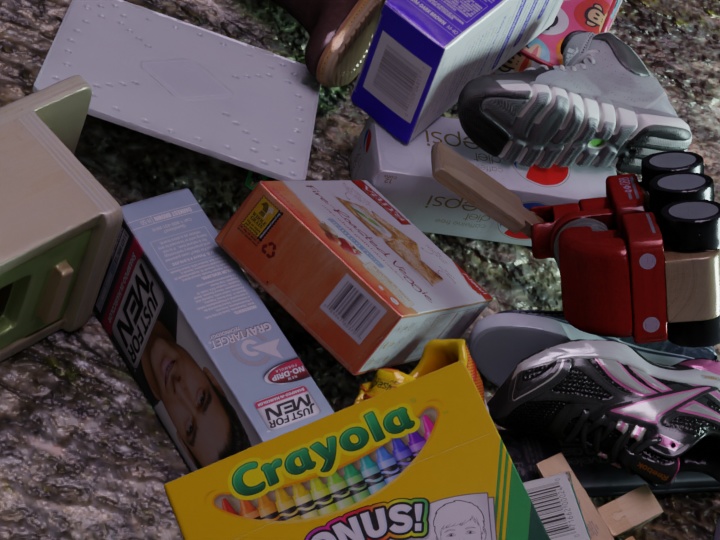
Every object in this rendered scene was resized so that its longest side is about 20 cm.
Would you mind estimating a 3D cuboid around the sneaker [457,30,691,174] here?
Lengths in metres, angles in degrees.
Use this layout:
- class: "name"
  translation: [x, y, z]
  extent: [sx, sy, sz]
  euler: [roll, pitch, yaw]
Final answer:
- class: "sneaker"
  translation: [0.152, -0.139, 1.592]
  extent: [0.200, 0.075, 0.116]
  euler: [10, 47, -28]

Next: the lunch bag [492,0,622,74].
- class: "lunch bag"
  translation: [0.124, -0.230, 1.729]
  extent: [0.176, 0.082, 0.200]
  euler: [29, 48, 2]

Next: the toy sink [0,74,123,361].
- class: "toy sink"
  translation: [-0.235, -0.019, 1.373]
  extent: [0.200, 0.130, 0.112]
  euler: [-30, 69, -39]

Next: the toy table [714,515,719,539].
- class: "toy table"
  translation: [0.326, 0.204, 1.435]
  extent: [0.183, 0.117, 0.200]
  euler: [-3, 55, -24]

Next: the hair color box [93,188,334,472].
- class: "hair color box"
  translation: [-0.103, 0.055, 1.387]
  extent: [0.061, 0.099, 0.200]
  euler: [-18, 61, -33]

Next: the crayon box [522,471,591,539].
- class: "crayon box"
  translation: [0.051, 0.205, 1.305]
  extent: [0.200, 0.051, 0.127]
  euler: [-13, 35, 0]

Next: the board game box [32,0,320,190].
- class: "board game box"
  translation: [-0.132, -0.131, 1.536]
  extent: [0.200, 0.026, 0.200]
  euler: [19, 28, -7]

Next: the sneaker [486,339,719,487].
- class: "sneaker"
  translation: [0.190, 0.105, 1.439]
  extent: [0.200, 0.080, 0.086]
  euler: [3, 50, -17]

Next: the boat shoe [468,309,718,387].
- class: "boat shoe"
  translation: [0.171, 0.052, 1.534]
  extent: [0.200, 0.071, 0.091]
  euler: [15, 40, -15]

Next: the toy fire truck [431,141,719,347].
- class: "toy fire truck"
  translation: [0.155, -0.027, 1.494]
  extent: [0.200, 0.129, 0.176]
  euler: [-5, 21, 3]

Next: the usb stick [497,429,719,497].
- class: "usb stick"
  translation: [0.174, 0.136, 1.484]
  extent: [0.200, 0.033, 0.056]
  euler: [0, 60, -23]

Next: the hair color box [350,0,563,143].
- class: "hair color box"
  translation: [0.085, -0.194, 1.572]
  extent: [0.065, 0.109, 0.200]
  euler: [40, 52, 14]

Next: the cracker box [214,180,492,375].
- class: "cracker box"
  translation: [0.000, 0.000, 1.440]
  extent: [0.134, 0.058, 0.200]
  euler: [43, 15, 13]

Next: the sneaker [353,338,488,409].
- class: "sneaker"
  translation: [0.008, 0.111, 1.366]
  extent: [0.200, 0.073, 0.077]
  euler: [-42, 119, -43]

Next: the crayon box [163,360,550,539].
- class: "crayon box"
  translation: [0.005, 0.170, 1.242]
  extent: [0.200, 0.058, 0.173]
  euler: [-22, 58, -5]

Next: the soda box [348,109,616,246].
- class: "soda box"
  translation: [0.096, -0.067, 1.596]
  extent: [0.200, 0.064, 0.068]
  euler: [7, 50, -17]

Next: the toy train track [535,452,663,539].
- class: "toy train track"
  translation: [0.118, 0.197, 1.414]
  extent: [0.200, 0.033, 0.115]
  euler: [-21, 72, -28]

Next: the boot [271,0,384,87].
- class: "boot"
  translation: [-0.064, -0.224, 1.655]
  extent: [0.166, 0.072, 0.200]
  euler: [18, 37, 4]
